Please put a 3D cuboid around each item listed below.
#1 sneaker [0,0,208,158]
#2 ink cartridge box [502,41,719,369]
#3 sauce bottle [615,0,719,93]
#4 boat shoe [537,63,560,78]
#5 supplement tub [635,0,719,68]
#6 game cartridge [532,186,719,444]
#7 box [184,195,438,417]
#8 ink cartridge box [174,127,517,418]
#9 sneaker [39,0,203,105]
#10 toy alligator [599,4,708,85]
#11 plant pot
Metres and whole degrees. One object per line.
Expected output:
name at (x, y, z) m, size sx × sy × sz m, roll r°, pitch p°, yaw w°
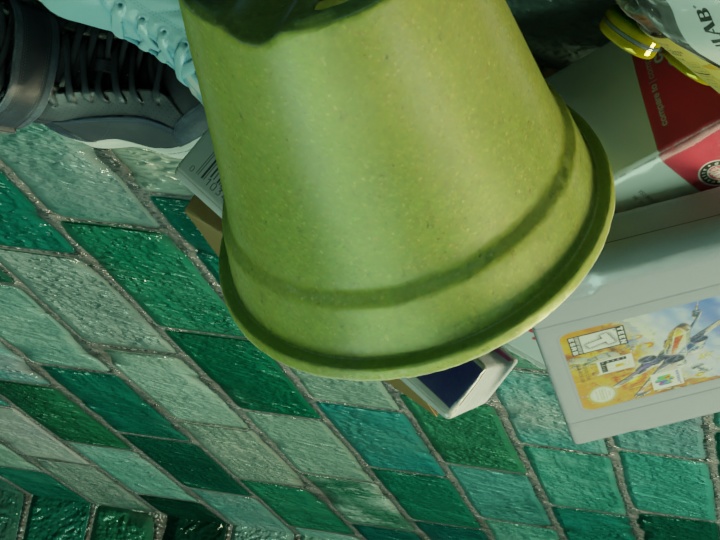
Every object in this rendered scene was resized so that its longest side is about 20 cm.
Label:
sneaker at (-0.158, -0.115, 1.329) m, size 0.145 × 0.078 × 0.201 m, roll 18°, pitch 165°, yaw -39°
ink cartridge box at (0.138, -0.040, 1.242) m, size 0.199 × 0.086 × 0.147 m, roll -26°, pitch 146°, yaw 27°
sauce bottle at (0.197, -0.095, 1.083) m, size 0.199 × 0.065 × 0.064 m, roll 31°, pitch 156°, yaw -36°
boat shoe at (0.165, -0.069, 1.343) m, size 0.199 × 0.064 × 0.073 m, roll 10°, pitch 142°, yaw -27°
supplement tub at (0.189, -0.126, 0.954) m, size 0.199 × 0.124 × 0.122 m, roll 21°, pitch 162°, yaw -39°
game cartridge at (0.159, 0.028, 1.245) m, size 0.132 × 0.042 × 0.200 m, roll -11°, pitch 150°, yaw 9°
box at (-0.029, 0.025, 1.719) m, size 0.199 × 0.021 × 0.164 m, roll 35°, pitch 172°, yaw 18°
ink cartridge box at (0.000, 0.000, 1.323) m, size 0.196 × 0.043 × 0.200 m, roll 41°, pitch -173°, yaw 7°
sneaker at (-0.079, -0.120, 1.246) m, size 0.198 × 0.083 × 0.074 m, roll 9°, pitch 165°, yaw 5°
toy alligator at (0.127, -0.138, 1.101) m, size 0.199 × 0.060 × 0.054 m, roll 19°, pitch -156°, yaw -31°
plant pot at (0.003, -0.084, 1.097) m, size 0.199 × 0.201 × 0.185 m, roll 3°, pitch 138°, yaw 24°
